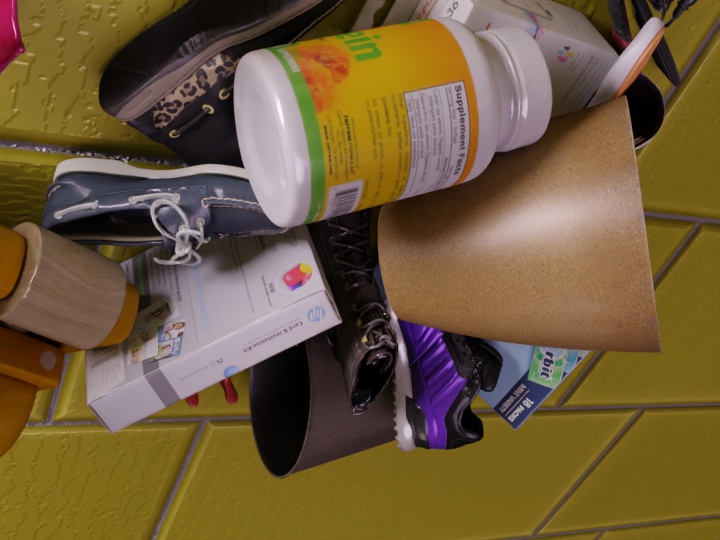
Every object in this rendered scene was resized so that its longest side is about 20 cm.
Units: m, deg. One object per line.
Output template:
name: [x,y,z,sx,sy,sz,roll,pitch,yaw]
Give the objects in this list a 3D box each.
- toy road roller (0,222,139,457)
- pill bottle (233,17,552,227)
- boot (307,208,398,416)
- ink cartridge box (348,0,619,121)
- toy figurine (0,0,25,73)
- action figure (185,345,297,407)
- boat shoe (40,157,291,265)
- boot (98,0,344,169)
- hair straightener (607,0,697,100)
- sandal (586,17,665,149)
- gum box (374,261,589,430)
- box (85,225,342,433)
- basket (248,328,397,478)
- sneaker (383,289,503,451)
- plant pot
toy road roller: [-0.272,0.061,0.718,0.197,0.149,0.122,-14,151,37]
pill bottle: [0.024,-0.105,0.641,0.197,0.112,0.112,-15,141,-21]
boot: [0.000,0.000,0.800,0.068,0.176,0.202,-6,138,-15]
ink cartridge box: [0.090,-0.162,0.754,0.197,0.068,0.117,8,131,-34]
toy figurine: [-0.229,-0.164,0.527,0.184,0.151,0.200,-40,-179,35]
action figure: [-0.112,0.070,0.888,0.064,0.100,0.202,-2,133,-26]
boat shoe: [-0.141,-0.041,0.714,0.196,0.063,0.075,7,151,3]
boot: [-0.070,-0.134,0.699,0.198,0.074,0.151,-30,139,12]
hair straightener: [0.238,-0.224,0.794,0.076,0.041,0.201,-30,136,6]
sandal: [0.220,-0.130,0.796,0.079,0.059,0.207,-49,171,-10]
gum box: [0.121,0.017,0.875,0.171,0.200,0.044,-53,170,32]
box: [-0.126,0.024,0.776,0.197,0.157,0.042,-27,129,2]
basket: [0.006,0.106,0.959,0.197,0.136,0.183,-5,121,-29]
sneaker: [0.078,0.065,0.856,0.097,0.070,0.204,1,108,18]
plant pot: [0.119,-0.020,0.741,0.196,0.189,0.187,-9,144,18]
